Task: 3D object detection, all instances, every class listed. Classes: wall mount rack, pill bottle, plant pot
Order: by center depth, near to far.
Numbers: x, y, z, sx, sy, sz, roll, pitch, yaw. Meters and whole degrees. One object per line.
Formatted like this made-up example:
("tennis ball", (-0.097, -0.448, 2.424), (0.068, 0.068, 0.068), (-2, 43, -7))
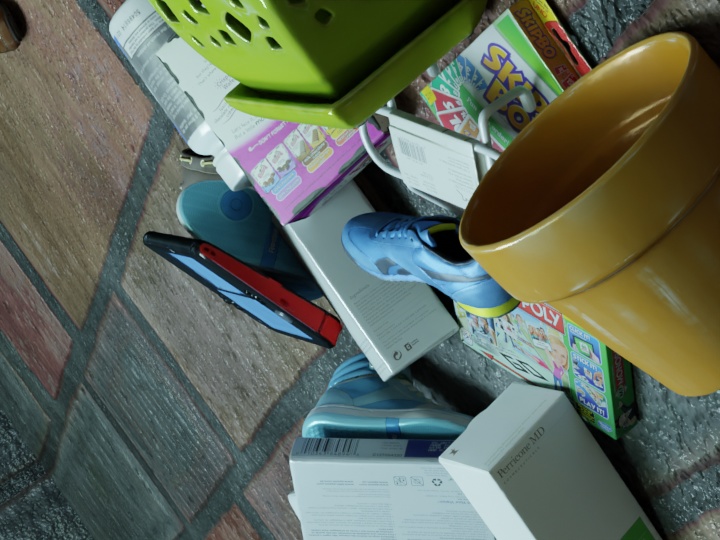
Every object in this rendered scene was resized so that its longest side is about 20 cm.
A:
("plant pot", (0.199, -0.023, 1.113), (0.183, 0.200, 0.200), (45, 159, -15))
("plant pot", (-0.034, -0.223, 1.277), (0.199, 0.200, 0.182), (13, 139, 56))
("wall mount rack", (0.091, -0.075, 1.315), (0.200, 0.074, 0.175), (27, 143, 46))
("pill bottle", (-0.142, -0.184, 1.613), (0.200, 0.114, 0.114), (55, 156, 5))

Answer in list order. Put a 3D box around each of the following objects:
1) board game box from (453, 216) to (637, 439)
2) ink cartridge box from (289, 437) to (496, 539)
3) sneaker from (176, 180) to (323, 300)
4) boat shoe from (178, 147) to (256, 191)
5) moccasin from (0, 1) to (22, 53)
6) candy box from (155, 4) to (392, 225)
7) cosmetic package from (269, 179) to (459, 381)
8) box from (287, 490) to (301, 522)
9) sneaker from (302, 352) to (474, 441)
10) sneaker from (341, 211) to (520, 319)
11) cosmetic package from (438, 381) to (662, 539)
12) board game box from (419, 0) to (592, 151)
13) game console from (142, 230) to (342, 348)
("board game box", (0.153, 0.047, 1.452), (0.200, 0.029, 0.135), (32, 147, 43))
("ink cartridge box", (0.040, 0.252, 1.653), (0.195, 0.043, 0.201), (0, 125, 12))
("sneaker", (-0.101, -0.021, 1.701), (0.199, 0.080, 0.131), (24, 163, -10))
("boat shoe", (-0.127, -0.108, 1.733), (0.200, 0.072, 0.060), (-6, 101, 56))
("moccasin", (-0.498, -0.312, 2.157), (0.201, 0.078, 0.074), (26, 142, 49))
("candy box", (-0.071, -0.162, 1.492), (0.136, 0.061, 0.200), (-40, 83, 26))
("cosmetic package", (0.000, 0.000, 1.586), (0.201, 0.081, 0.113), (56, 173, 3))
("box", (0.050, 0.283, 1.810), (0.201, 0.130, 0.199), (57, 156, -2))
("sneaker", (0.051, 0.133, 1.682), (0.199, 0.131, 0.080), (6, 129, 13))
("sneaker", (0.054, -0.026, 1.422), (0.200, 0.066, 0.079), (23, 150, 42))
("cosmetic package", (0.173, 0.209, 1.484), (0.200, 0.108, 0.085), (54, 159, -22))
("board game box", (0.116, -0.138, 1.300), (0.096, 0.030, 0.200), (55, 153, 1))
("game console", (-0.118, 0.017, 1.648), (0.176, 0.031, 0.200), (31, 172, -22))
